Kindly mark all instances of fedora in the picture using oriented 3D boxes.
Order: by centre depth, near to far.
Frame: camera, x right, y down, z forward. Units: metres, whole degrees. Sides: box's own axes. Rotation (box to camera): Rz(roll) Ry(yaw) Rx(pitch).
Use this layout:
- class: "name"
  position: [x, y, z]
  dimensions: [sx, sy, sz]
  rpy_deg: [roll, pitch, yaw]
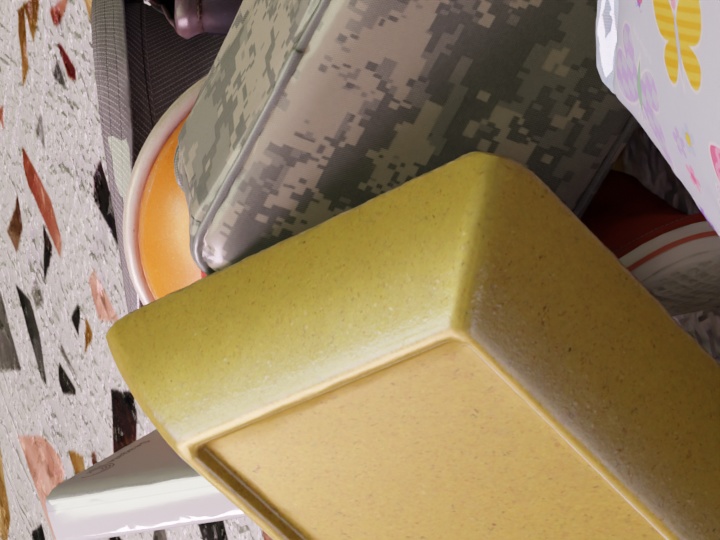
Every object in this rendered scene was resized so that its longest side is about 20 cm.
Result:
- class: "fedora"
  position: [-0.074, -0.051, 1.437]
  dimensions: [0.177, 0.090, 0.200]
  rpy_deg: [-88, -9, -82]

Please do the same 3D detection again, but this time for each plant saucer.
- class: "plant saucer"
  position: [0.033, 0.068, 1.038]
  dimensions: [0.200, 0.200, 0.048]
  rpy_deg: [-24, 33, 38]

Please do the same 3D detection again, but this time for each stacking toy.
- class: "stacking toy"
  position: [0.000, 0.000, 1.204]
  dimensions: [0.200, 0.146, 0.146]
  rpy_deg: [-143, 46, -58]

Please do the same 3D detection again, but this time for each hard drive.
- class: "hard drive"
  position: [-0.015, 0.068, 1.200]
  dimensions: [0.200, 0.132, 0.027]
  rpy_deg: [-12, 100, 38]

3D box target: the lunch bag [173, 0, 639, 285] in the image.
- class: "lunch bag"
  position: [0.022, -0.095, 1.080]
  dimensions: [0.200, 0.139, 0.168]
  rpy_deg: [-61, 24, 27]

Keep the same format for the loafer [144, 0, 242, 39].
- class: "loafer"
  position: [-0.081, -0.146, 1.335]
  dimensions: [0.200, 0.063, 0.072]
  rpy_deg: [-139, 40, -63]

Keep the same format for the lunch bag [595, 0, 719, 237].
- class: "lunch bag"
  position: [0.149, -0.092, 0.823]
  dimensions: [0.170, 0.127, 0.200]
  rpy_deg: [-120, 18, -45]

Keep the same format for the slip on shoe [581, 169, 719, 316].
- class: "slip on shoe"
  position: [0.091, -0.008, 1.099]
  dimensions: [0.200, 0.074, 0.061]
  rpy_deg: [169, 93, -74]
